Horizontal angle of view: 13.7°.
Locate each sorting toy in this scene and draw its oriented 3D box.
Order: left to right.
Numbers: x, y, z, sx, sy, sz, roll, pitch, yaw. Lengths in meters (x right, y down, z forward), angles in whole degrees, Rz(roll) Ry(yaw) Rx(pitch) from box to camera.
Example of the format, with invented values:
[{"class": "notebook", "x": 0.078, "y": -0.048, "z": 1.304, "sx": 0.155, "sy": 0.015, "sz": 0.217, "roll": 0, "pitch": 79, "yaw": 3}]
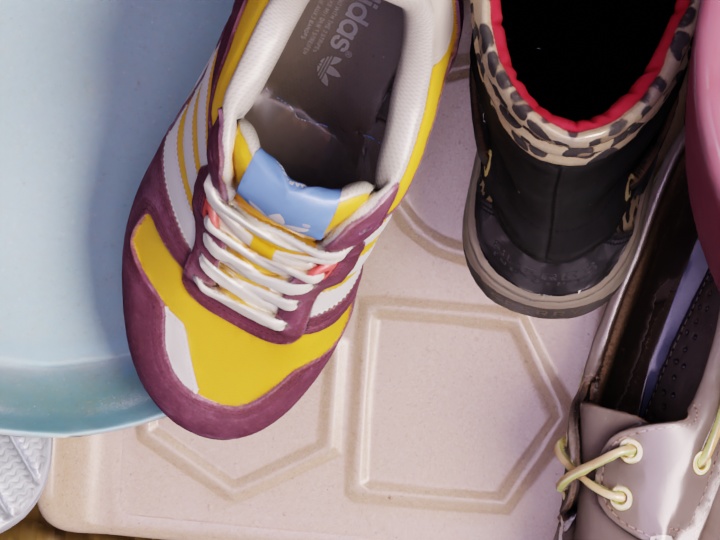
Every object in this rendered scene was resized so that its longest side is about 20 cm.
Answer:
[{"class": "sorting toy", "x": 0.000, "y": 0.000, "z": 0.962, "sx": 0.199, "sy": 0.036, "sz": 0.186, "roll": 4, "pitch": 99, "yaw": 1}]

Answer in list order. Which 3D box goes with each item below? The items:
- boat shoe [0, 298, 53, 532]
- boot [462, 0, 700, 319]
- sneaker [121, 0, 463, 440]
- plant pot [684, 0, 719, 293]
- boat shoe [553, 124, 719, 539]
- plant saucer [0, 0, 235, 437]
[{"class": "boat shoe", "x": -0.160, "y": -0.005, "z": 0.959, "sx": 0.073, "sy": 0.067, "sz": 0.200, "roll": -22, "pitch": 85, "yaw": -26}, {"class": "boot", "x": 0.067, "y": -0.098, "z": 0.857, "sx": 0.073, "sy": 0.151, "sz": 0.200, "roll": 11, "pitch": 76, "yaw": 4}, {"class": "sneaker", "x": -0.025, "y": -0.023, "z": 0.841, "sx": 0.075, "sy": 0.090, "sz": 0.200, "roll": 17, "pitch": 120, "yaw": -2}, {"class": "plant pot", "x": 0.187, "y": -0.015, "z": 0.805, "sx": 0.199, "sy": 0.179, "sz": 0.200, "roll": -2, "pitch": 68, "yaw": 5}, {"class": "boat shoe", "x": 0.091, "y": 0.049, "z": 0.914, "sx": 0.059, "sy": 0.072, "sz": 0.200, "roll": 27, "pitch": 82, "yaw": -33}, {"class": "plant saucer", "x": -0.092, "y": -0.049, "z": 0.907, "sx": 0.200, "sy": 0.027, "sz": 0.201, "roll": -3, "pitch": 103, "yaw": -12}]
